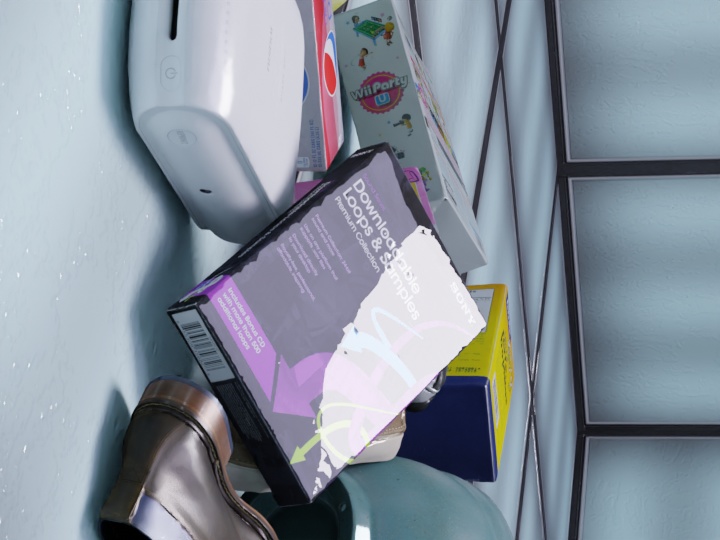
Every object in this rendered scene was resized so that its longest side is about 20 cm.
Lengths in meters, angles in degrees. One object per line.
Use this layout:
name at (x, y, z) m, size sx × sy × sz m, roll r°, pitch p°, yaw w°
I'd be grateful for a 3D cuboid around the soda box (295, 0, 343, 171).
soda box at (-0.056, -0.171, 1.373) m, size 0.063 × 0.069 × 0.202 m, roll -64°, pitch 152°, yaw -65°

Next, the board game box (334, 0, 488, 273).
board game box at (0.040, -0.109, 1.715) m, size 0.148 × 0.064 × 0.201 m, roll 55°, pitch 19°, yaw -62°

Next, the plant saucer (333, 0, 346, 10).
plant saucer at (-0.038, -0.285, 1.535) m, size 0.200 × 0.047 × 0.202 m, roll -46°, pitch 133°, yaw -75°

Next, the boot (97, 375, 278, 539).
boot at (-0.102, 0.165, 1.151) m, size 0.097 × 0.074 × 0.201 m, roll -63°, pitch 145°, yaw -44°

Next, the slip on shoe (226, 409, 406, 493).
slip on shoe at (-0.039, 0.093, 1.272) m, size 0.199 × 0.076 × 0.061 m, roll -2°, pitch 114°, yaw -48°

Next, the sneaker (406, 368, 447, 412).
sneaker at (0.022, 0.073, 1.600) m, size 0.200 × 0.075 × 0.116 m, roll -39°, pitch 121°, yaw -47°

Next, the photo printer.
photo printer at (-0.086, -0.129, 1.213) m, size 0.200 × 0.069 × 0.168 m, roll 65°, pitch 26°, yaw -65°

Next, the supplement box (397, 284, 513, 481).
supplement box at (0.085, 0.107, 1.953) m, size 0.200 × 0.108 × 0.110 m, roll -71°, pitch 157°, yaw -60°

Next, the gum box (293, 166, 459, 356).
gum box at (0.000, 0.000, 1.416) m, size 0.200 × 0.113 × 0.067 m, roll -103°, pitch -174°, yaw -64°

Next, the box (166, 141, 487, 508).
box at (-0.015, 0.030, 1.241) m, size 0.200 × 0.036 × 0.144 m, roll -43°, pitch 110°, yaw -40°

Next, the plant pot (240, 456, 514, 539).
plant pot at (-0.014, 0.205, 1.331) m, size 0.134 × 0.199 × 0.202 m, roll 35°, pitch 50°, yaw -42°
